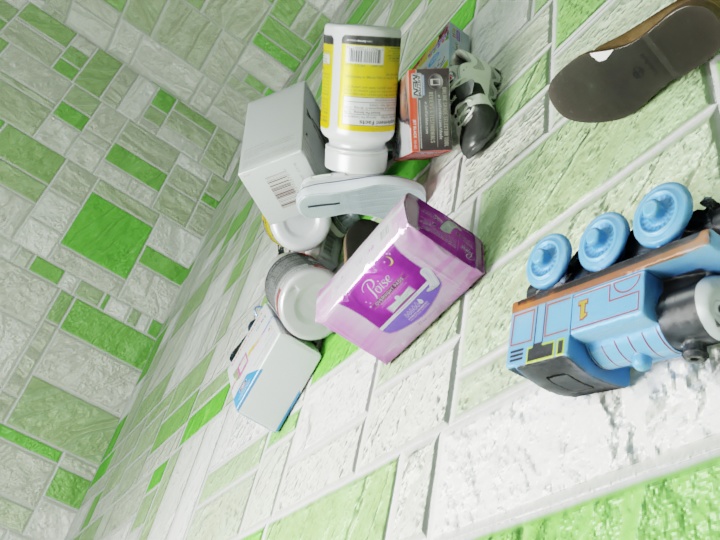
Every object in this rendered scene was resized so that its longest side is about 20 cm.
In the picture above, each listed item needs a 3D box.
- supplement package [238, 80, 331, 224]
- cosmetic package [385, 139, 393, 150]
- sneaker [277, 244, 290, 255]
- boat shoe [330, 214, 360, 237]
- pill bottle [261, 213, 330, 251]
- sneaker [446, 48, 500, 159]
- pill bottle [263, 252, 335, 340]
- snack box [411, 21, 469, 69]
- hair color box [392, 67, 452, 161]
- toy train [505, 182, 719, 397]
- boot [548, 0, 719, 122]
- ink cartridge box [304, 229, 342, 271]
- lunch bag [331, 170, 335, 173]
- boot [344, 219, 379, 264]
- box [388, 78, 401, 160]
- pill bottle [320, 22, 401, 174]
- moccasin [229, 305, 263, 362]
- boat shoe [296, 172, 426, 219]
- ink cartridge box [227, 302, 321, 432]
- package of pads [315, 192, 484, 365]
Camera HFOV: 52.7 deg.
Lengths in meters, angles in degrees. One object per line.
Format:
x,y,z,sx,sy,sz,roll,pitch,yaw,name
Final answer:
-0.121,-0.198,1.211,0.115,0.118,0.203,-18,44,15,supplement package
0.029,-0.275,1.214,0.200,0.050,0.155,-42,-53,-74,cosmetic package
-0.130,-0.058,1.544,0.201,0.078,0.075,124,138,-60,sneaker
-0.026,-0.143,1.389,0.061,0.073,0.202,-34,31,24,boat shoe
-0.125,-0.097,1.345,0.114,0.111,0.200,-60,14,-3,pill bottle
0.147,-0.240,1.030,0.074,0.088,0.203,-42,27,39,sneaker
-0.099,0.033,1.211,0.115,0.113,0.200,-58,21,1,pill bottle
0.127,-0.322,1.256,0.142,0.052,0.202,-47,23,38,snack box
0.085,-0.224,1.073,0.200,0.062,0.114,-144,50,-82,hair color box
0.191,0.021,0.522,0.199,0.085,0.117,-28,44,54,toy train
0.270,-0.206,0.703,0.076,0.074,0.199,-48,14,-31,boot
-0.105,-0.013,1.418,0.199,0.057,0.164,-42,25,34,ink cartridge box
-0.017,-0.219,1.263,0.160,0.074,0.205,67,-163,-77,lunch bag
0.000,0.000,1.070,0.202,0.072,0.076,-77,6,-50,boot
0.034,-0.275,1.440,0.199,0.049,0.160,-16,47,64,box
-0.002,-0.250,1.058,0.115,0.111,0.205,-116,29,-69,pill bottle
-0.183,0.123,1.371,0.202,0.067,0.081,-55,30,25,moccasin
0.000,-0.125,1.094,0.074,0.195,0.068,88,-178,-48,boat shoe
-0.151,0.156,1.221,0.146,0.084,0.200,-59,17,2,ink cartridge box
0.042,0.014,0.863,0.200,0.119,0.076,-47,21,35,package of pads
